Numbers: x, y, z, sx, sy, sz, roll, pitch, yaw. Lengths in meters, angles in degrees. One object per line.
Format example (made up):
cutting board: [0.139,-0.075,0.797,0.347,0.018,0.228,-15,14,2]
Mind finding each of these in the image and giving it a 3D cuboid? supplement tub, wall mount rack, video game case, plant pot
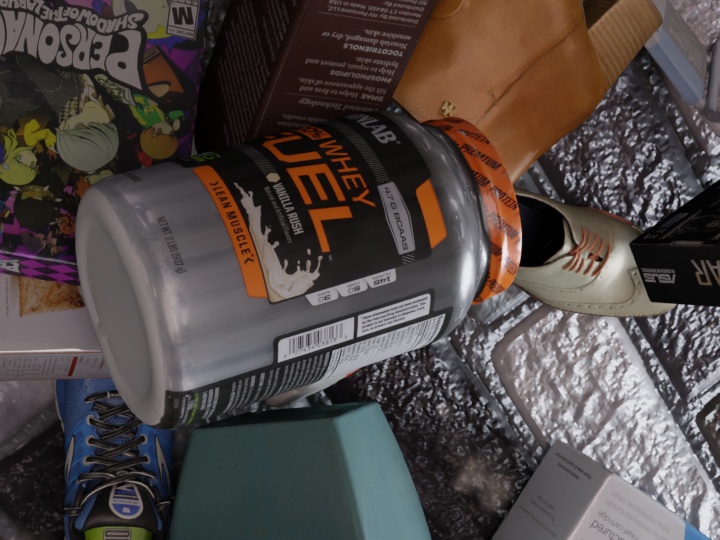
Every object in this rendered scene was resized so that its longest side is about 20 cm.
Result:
supplement tub: [-0.028,-0.007,0.710,0.199,0.122,0.123,-17,104,-25]
wall mount rack: [0.199,-0.153,0.863,0.074,0.174,0.200,-31,112,31]
video game case: [-0.187,-0.088,0.770,0.199,0.036,0.183,10,68,-13]
plant pot: [-0.031,0.182,0.837,0.140,0.141,0.202,-6,90,17]

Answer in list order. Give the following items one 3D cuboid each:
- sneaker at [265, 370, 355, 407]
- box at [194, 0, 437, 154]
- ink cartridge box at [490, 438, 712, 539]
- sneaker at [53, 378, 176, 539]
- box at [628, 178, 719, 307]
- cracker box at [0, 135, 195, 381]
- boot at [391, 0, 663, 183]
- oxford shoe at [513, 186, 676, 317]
sneaker: [0.000,0.000,0.859,0.200,0.077,0.082,-45,77,24]
box: [-0.028,-0.117,0.775,0.074,0.101,0.200,6,136,-24]
ink cartridge box: [0.143,0.238,0.950,0.146,0.086,0.201,34,87,-19]
sneaker: [-0.135,0.115,0.838,0.078,0.089,0.202,-2,94,-17]
box: [0.288,-0.043,0.882,0.199,0.160,0.044,-33,108,-28]
cracker box: [-0.187,-0.011,0.792,0.199,0.058,0.135,0,71,-18]
boot: [0.061,-0.152,0.790,0.144,0.071,0.201,-43,108,-1]
oxford shoe: [0.127,-0.009,0.908,0.199,0.074,0.071,15,95,-19]
